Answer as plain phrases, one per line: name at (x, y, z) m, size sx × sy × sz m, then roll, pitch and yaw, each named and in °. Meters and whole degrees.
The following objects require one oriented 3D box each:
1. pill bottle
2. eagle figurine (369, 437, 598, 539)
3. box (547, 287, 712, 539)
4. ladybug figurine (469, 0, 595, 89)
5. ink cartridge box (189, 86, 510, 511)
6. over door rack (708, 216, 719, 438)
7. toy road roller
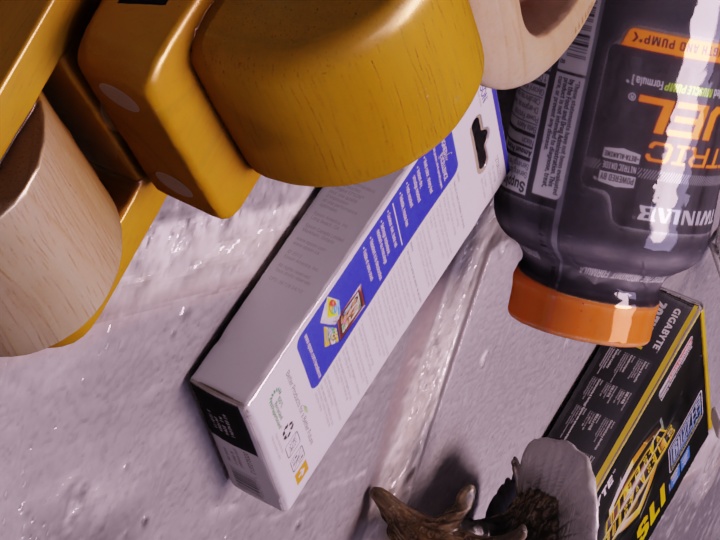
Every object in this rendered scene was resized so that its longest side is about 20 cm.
pill bottle at (0.123, -0.068, 1.172) m, size 0.106 × 0.106 × 0.202 m, roll -11°, pitch 114°, yaw -63°
eagle figurine at (0.071, 0.172, 1.303) m, size 0.200 × 0.150 × 0.153 m, roll 40°, pitch 64°, yaw -56°
box at (0.150, 0.130, 1.529) m, size 0.201 × 0.049 × 0.160 m, roll -57°, pitch 157°, yaw -23°
ladybug figurine at (0.052, -0.157, 0.999) m, size 0.136 × 0.072 × 0.200 m, roll -55°, pitch 156°, yaw -24°
ink cartridge box at (0.000, 0.000, 1.085) m, size 0.200 × 0.037 × 0.095 m, roll -54°, pitch 154°, yaw -22°
over door rack at (0.253, -0.013, 1.512) m, size 0.201 × 0.066 × 0.148 m, roll -81°, pitch 175°, yaw -50°
toy road roller at (-0.053, -0.060, 0.762) m, size 0.201 × 0.145 × 0.123 m, roll -60°, pitch 156°, yaw -16°
